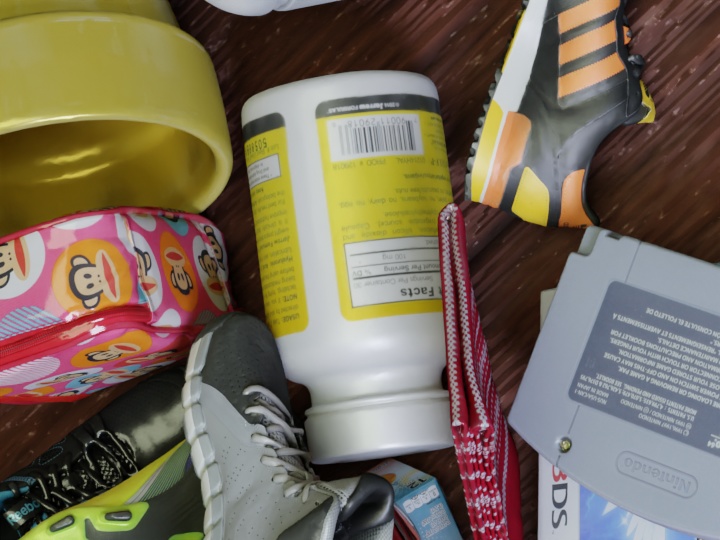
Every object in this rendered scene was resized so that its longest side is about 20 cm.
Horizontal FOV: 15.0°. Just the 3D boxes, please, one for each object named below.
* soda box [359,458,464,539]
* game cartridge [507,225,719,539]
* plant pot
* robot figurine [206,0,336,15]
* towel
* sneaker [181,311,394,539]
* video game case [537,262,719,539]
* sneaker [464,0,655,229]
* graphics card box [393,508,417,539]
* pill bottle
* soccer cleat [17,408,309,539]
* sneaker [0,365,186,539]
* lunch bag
[{"bbox_3d":[-0.040,0.179,1.461,0.199,0.068,0.064,-30,106,-16],"label":"soda box"},{"bbox_3d":[0.172,0.064,1.374,0.199,0.041,0.134,21,92,40],"label":"game cartridge"},{"bbox_3d":[-0.184,-0.125,1.512,0.200,0.201,0.190,-18,69,16],"label":"plant pot"},{"bbox_3d":[-0.024,-0.201,1.468,0.199,0.170,0.114,-13,80,-22],"label":"robot figurine"},{"bbox_3d":[0.064,0.082,1.399,0.022,0.201,0.145,-8,49,5],"label":"towel"},{"bbox_3d":[-0.028,0.103,1.384,0.115,0.075,0.201,-25,59,38],"label":"sneaker"},{"bbox_3d":[0.184,0.089,1.408,0.199,0.045,0.183,-10,71,35],"label":"video game case"},{"bbox_3d":[0.125,-0.119,1.479,0.090,0.070,0.201,21,95,2],"label":"sneaker"},{"bbox_3d":[0.061,0.224,1.405,0.051,0.126,0.200,-36,115,0],"label":"graphics card box"},{"bbox_3d":[0.000,0.000,1.480,0.111,0.111,0.201,-9,83,17],"label":"pill bottle"},{"bbox_3d":[-0.114,0.139,1.492,0.199,0.084,0.065,-32,88,-15],"label":"soccer cleat"},{"bbox_3d":[-0.158,0.130,1.545,0.200,0.082,0.073,-42,75,10],"label":"sneaker"},{"bbox_3d":[-0.172,0.025,1.491,0.175,0.200,0.082,-18,82,19],"label":"lunch bag"}]
